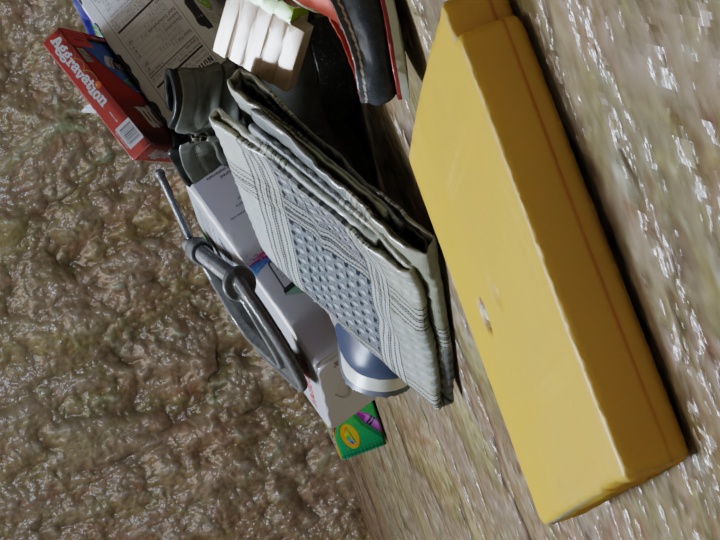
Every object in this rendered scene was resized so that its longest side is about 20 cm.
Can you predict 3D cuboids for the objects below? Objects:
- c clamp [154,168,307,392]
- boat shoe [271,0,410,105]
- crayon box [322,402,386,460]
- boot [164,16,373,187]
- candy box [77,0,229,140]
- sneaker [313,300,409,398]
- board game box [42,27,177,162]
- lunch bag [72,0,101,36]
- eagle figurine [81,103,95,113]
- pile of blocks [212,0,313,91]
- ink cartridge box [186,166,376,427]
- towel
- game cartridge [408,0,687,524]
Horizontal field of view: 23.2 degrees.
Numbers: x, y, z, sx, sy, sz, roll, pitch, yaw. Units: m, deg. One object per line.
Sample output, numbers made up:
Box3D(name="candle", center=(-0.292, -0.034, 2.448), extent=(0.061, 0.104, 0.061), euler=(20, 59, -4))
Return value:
Box3D(name="c clamp", center=(-0.105, 0.017, 1.411), extent=(0.172, 0.027, 0.200), euler=(64, 168, -25))
Box3D(name="boat shoe", center=(-0.029, -0.168, 0.878), extent=(0.071, 0.062, 0.201), euler=(94, 155, -74))
Box3D(name="crayon box", center=(-0.027, 0.138, 2.095), extent=(0.200, 0.058, 0.120), euler=(-130, 21, -77))
Box3D(name="boot", center=(-0.065, -0.087, 1.196), extent=(0.201, 0.130, 0.068), euler=(77, 172, -53))
Box3D(name="candy box", center=(-0.128, -0.180, 1.281), extent=(0.201, 0.071, 0.168), euler=(53, -166, 15))
Box3D(name="sneaker", center=(0.000, 0.000, 1.280), extent=(0.201, 0.070, 0.083), euler=(-118, 27, -49))
Box3D(name="board game box", center=(-0.148, -0.120, 1.249), extent=(0.103, 0.019, 0.200), euler=(52, -167, 8))
Box3D(name="lunch bag", center=(-0.219, -0.326, 1.797), extent=(0.200, 0.169, 0.129), euler=(95, 160, -75))
Box3D(name="eagle figurine", center=(-0.171, -0.175, 1.813), extent=(0.200, 0.152, 0.151), euler=(45, 129, 3))
Box3D(name="pile of blocks", center=(-0.051, -0.214, 1.063), extent=(0.062, 0.081, 0.202), euler=(-41, -47, -48))
Box3D(name="ink cartridge box", center=(-0.051, 0.011, 1.451), extent=(0.201, 0.084, 0.145), euler=(53, 169, 23))
Box3D(name="towel", center=(-0.017, -0.014, 1.111), extent=(0.192, 0.034, 0.201), euler=(43, 161, 28))
Box3D(name="game cartridge", center=(0.065, 0.003, 0.673), extent=(0.200, 0.032, 0.178), euler=(104, 147, -77))
